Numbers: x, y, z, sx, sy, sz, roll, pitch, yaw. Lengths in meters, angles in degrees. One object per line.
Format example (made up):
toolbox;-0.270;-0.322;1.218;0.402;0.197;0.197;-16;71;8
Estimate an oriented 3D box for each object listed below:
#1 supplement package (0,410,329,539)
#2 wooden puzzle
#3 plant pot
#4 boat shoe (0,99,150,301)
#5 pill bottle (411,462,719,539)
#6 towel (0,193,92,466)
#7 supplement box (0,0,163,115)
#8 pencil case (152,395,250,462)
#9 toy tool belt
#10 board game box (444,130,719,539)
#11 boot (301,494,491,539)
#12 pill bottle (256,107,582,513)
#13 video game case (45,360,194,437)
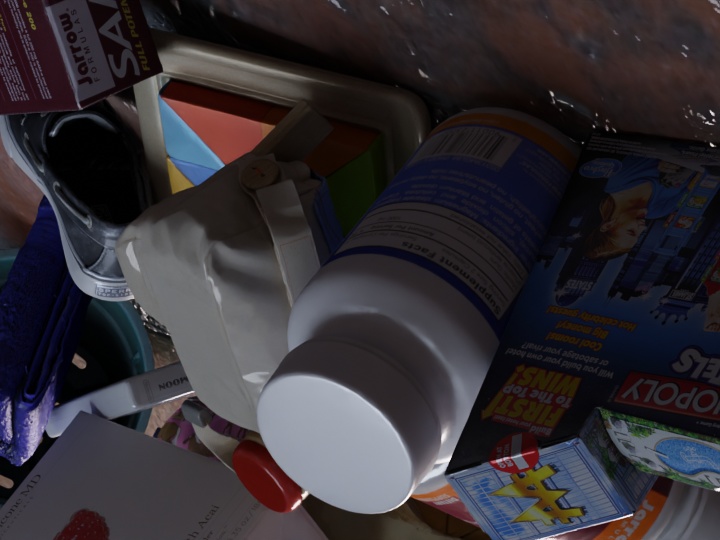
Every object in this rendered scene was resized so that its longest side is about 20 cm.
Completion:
supplement package;-0.115;0.183;1.315;0.199;0.121;0.120;14;148;46
wooden puzzle;-0.045;-0.037;1.218;0.199;0.037;0.186;19;137;25
plant pot;-0.262;0.101;1.736;0.200;0.201;0.196;35;166;1
boat shoe;-0.166;-0.072;1.299;0.068;0.071;0.200;96;157;-44
pill bottle;0.105;0.096;1.203;0.199;0.115;0.114;26;166;-33
towel;-0.190;0.016;1.417;0.049;0.201;0.148;18;159;5
supplement box;-0.198;-0.146;1.225;0.200;0.061;0.109;4;117;54
pencil case;-0.052;0.109;1.435;0.200;0.083;0.087;-19;111;47
toy tool belt;-0.033;0.020;1.155;0.125;0.123;0.201;21;143;41
board game box;0.137;0.040;0.968;0.199;0.200;0.062;12;149;46
boot;0.075;0.171;1.337;0.201;0.071;0.144;13;179;40
pill bottle;0.035;0.020;1.048;0.112;0.200;0.112;19;136;20
video game case;-0.096;0.065;1.432;0.200;0.181;0.023;-22;86;65
